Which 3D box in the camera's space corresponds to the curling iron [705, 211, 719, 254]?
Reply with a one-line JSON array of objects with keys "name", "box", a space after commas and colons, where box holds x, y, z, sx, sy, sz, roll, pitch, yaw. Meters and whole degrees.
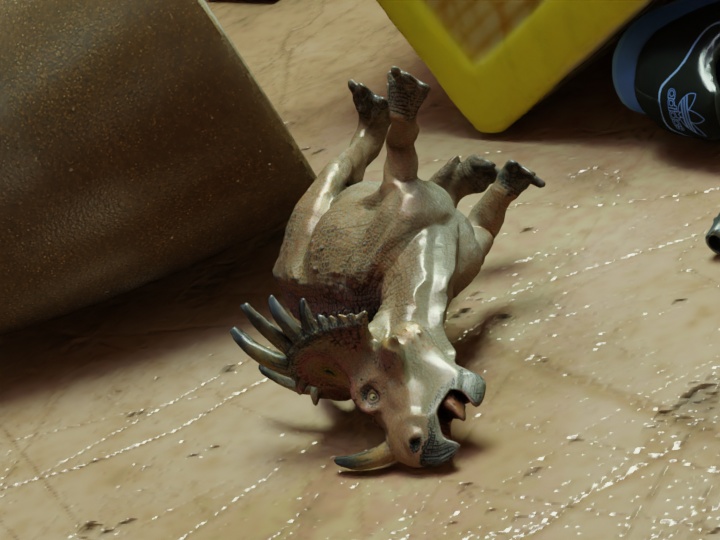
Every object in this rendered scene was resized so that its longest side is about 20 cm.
[{"name": "curling iron", "box": [0.199, -0.075, 0.929, 0.025, 0.050, 0.200, 30, 61, 29]}]

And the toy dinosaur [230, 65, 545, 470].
[{"name": "toy dinosaur", "box": [0.000, 0.000, 0.887, 0.136, 0.086, 0.200, -58, 13, -3]}]

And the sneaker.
[{"name": "sneaker", "box": [0.211, -0.113, 0.993, 0.199, 0.070, 0.078, -31, 30, -12]}]

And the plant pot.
[{"name": "plant pot", "box": [-0.148, -0.054, 0.985, 0.199, 0.187, 0.187, -34, 25, -2]}]

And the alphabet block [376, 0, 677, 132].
[{"name": "alphabet block", "box": [0.106, -0.217, 1.052, 0.200, 0.196, 0.196, -37, -4, -36]}]
